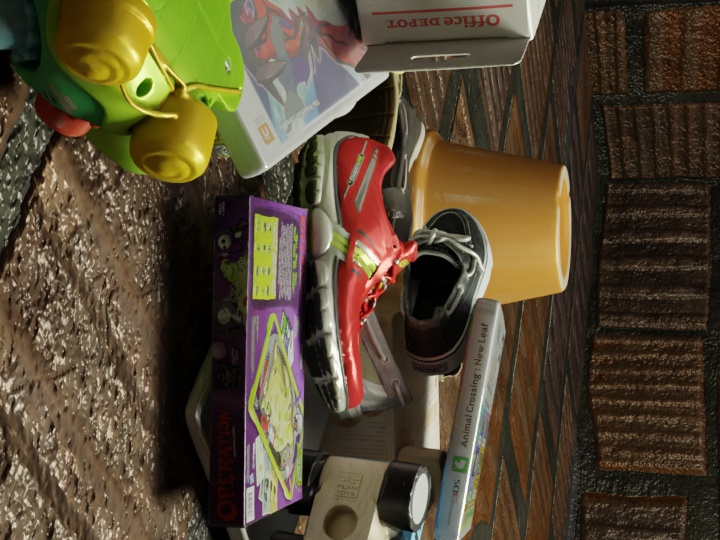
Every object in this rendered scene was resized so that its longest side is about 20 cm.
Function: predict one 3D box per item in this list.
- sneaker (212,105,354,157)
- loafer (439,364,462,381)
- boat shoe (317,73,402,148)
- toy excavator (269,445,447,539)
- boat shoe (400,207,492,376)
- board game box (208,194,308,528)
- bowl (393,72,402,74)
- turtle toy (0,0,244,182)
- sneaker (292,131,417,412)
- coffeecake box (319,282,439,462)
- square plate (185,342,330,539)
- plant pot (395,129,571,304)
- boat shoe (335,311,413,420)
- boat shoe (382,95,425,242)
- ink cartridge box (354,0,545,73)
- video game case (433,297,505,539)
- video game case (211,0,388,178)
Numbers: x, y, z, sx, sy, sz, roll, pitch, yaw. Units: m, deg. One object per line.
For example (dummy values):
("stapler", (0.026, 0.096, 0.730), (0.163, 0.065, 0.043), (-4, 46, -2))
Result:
("sneaker", (-0.053, -0.150, 0.843), (0.200, 0.076, 0.105), (-53, 140, -63))
("loafer", (0.079, 0.088, 1.337), (0.200, 0.067, 0.076), (-22, 112, -73))
("boat shoe", (0.007, -0.161, 1.058), (0.066, 0.074, 0.200), (22, 69, -67))
("toy excavator", (0.014, 0.194, 0.935), (0.200, 0.100, 0.195), (68, 31, -53))
("boat shoe", (0.066, -0.002, 1.045), (0.199, 0.073, 0.068), (-69, 152, -48))
("board game box", (-0.064, 0.055, 0.799), (0.120, 0.032, 0.200), (6, 85, -71))
("bowl", (-0.017, -0.247, 0.931), (0.201, 0.094, 0.201), (1, 90, -74))
("turtle toy", (-0.112, -0.115, 0.585), (0.200, 0.101, 0.146), (65, 30, -58))
("sneaker", (0.000, 0.000, 0.880), (0.077, 0.085, 0.200), (166, -76, -74))
("coffeecake box", (0.019, 0.122, 1.111), (0.153, 0.073, 0.200), (-29, 118, -71))
("square plate", (-0.070, 0.098, 0.878), (0.198, 0.028, 0.200), (-72, 157, -47))
("plant pot", (0.112, -0.042, 1.236), (0.200, 0.183, 0.201), (1, 90, -74))
("boat shoe", (-0.005, 0.018, 0.989), (0.074, 0.065, 0.202), (74, 7, -64))
("boat shoe", (0.014, -0.082, 1.118), (0.057, 0.067, 0.200), (51, 38, -41))
("ink cartridge box", (0.065, -0.205, 0.835), (0.200, 0.117, 0.067), (-68, 152, -53))
("video game case", (0.091, 0.124, 1.011), (0.200, 0.022, 0.182), (51, 50, -78))
("video game case", (-0.061, -0.171, 0.754), (0.182, 0.023, 0.200), (64, 30, -13))
